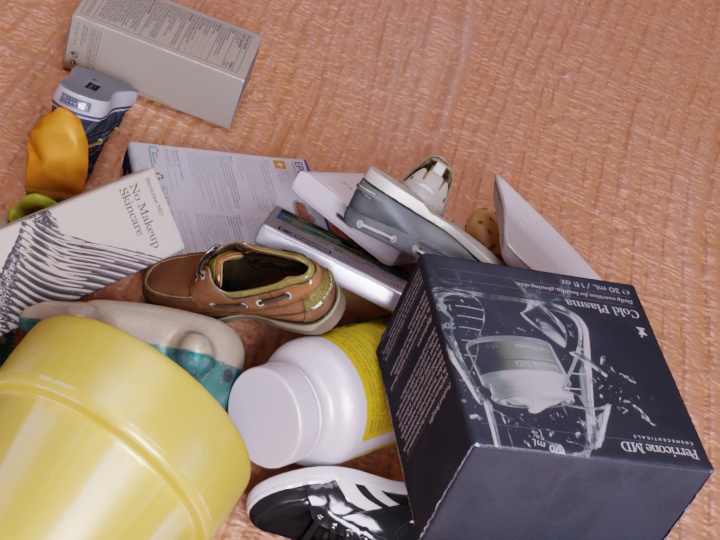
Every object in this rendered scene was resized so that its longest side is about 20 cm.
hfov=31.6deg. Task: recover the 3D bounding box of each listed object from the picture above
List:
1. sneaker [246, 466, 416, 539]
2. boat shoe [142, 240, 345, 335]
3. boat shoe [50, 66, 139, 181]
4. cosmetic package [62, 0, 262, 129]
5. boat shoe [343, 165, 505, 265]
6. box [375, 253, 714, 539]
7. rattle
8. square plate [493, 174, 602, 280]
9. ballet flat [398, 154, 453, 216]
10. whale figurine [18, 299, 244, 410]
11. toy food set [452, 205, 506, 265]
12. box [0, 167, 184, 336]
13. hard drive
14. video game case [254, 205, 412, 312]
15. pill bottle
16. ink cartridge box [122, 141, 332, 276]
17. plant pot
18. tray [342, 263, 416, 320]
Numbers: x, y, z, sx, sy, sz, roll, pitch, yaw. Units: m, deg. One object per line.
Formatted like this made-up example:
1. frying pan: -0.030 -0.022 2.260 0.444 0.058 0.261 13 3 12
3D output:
1. sneaker: 0.007 0.227 1.032 0.197 0.074 0.113 7 46 -18
2. boat shoe: -0.109 0.004 1.083 0.197 0.068 0.073 1 57 26
3. boat shoe: -0.283 -0.149 1.295 0.070 0.092 0.200 22 13 -3
4. cosmetic package: -0.219 -0.245 1.418 0.197 0.074 0.104 22 40 -5
5. boat shoe: 0.072 -0.015 1.182 0.199 0.062 0.073 37 8 -1
6. box: 0.133 0.107 0.984 0.197 0.125 0.198 8 42 -19
7. rattle: -0.293 -0.024 1.096 0.130 0.144 0.200 37 38 6
8. square plate: 0.196 0.010 1.237 0.198 0.028 0.201 44 18 -14
9. ballet flat: 0.063 -0.083 1.302 0.067 0.063 0.200 33 17 -4
10. whale figurine: -0.184 0.079 1.030 0.157 0.106 0.199 2 -12 35
11. toy food set: 0.159 0.018 1.286 0.198 0.049 0.199 48 26 16
12. box: -0.252 -0.014 1.066 0.199 0.068 0.083 -30 102 -39
13. hard drive: 0.024 -0.056 1.312 0.131 0.027 0.199 38 17 17
14. video game case: 0.000 0.000 1.176 0.198 0.022 0.182 26 7 -3
15. pill bottle: -0.017 0.106 1.091 0.111 0.112 0.199 46 31 23
16. ink cartridge box: -0.128 -0.043 1.275 0.197 0.044 0.198 5 43 -25
17. plant pot: -0.207 0.168 0.907 0.199 0.202 0.190 30 55 6
18. tray: 0.078 0.051 1.284 0.199 0.037 0.099 37 41 12
